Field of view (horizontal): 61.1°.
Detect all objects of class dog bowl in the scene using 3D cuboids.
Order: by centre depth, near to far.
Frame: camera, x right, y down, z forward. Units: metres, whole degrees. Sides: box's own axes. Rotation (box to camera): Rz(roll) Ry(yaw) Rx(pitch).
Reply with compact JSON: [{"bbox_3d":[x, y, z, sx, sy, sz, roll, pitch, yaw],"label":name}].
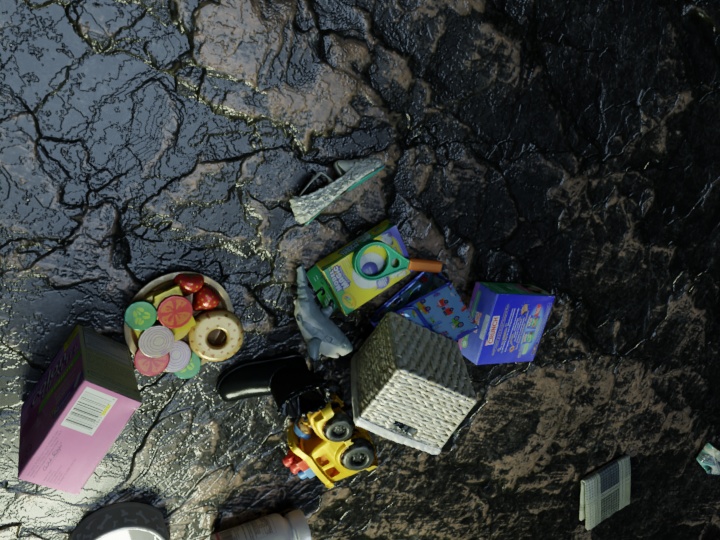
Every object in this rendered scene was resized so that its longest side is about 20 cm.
[{"bbox_3d":[-0.465,0.551,1.182,0.199,0.059,0.201,-10,113,-24],"label":"dog bowl"}]

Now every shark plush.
[{"bbox_3d":[-0.085,0.082,1.193,0.083,0.091,0.201,-21,94,-3],"label":"shark plush"}]

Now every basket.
[{"bbox_3d":[0.101,0.220,1.217,0.198,0.200,0.161,25,116,-18],"label":"basket"}]

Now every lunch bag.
[{"bbox_3d":[0.124,0.107,1.302,0.200,0.094,0.151,-35,123,4],"label":"lunch bag"}]

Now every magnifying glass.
[{"bbox_3d":[0.075,-0.015,1.205,0.199,0.022,0.080,5,106,-30],"label":"magnifying glass"}]

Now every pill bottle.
[{"bbox_3d":[-0.209,0.585,1.289,0.199,0.113,0.114,-11,114,-22],"label":"pill bottle"}]

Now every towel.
[{"bbox_3d":[0.742,0.669,1.848,0.192,0.035,0.201,-20,115,-22],"label":"towel"}]

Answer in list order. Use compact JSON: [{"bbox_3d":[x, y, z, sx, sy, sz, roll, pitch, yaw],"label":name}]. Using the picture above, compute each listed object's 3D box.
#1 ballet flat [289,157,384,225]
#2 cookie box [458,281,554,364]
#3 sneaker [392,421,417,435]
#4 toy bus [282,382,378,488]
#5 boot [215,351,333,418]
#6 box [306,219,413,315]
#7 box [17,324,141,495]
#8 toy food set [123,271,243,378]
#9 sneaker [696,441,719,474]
[{"bbox_3d":[-0.046,-0.162,1.117,0.200,0.072,0.072,-37,121,-10],"label":"ballet flat"},{"bbox_3d":[0.331,0.119,1.389,0.199,0.075,0.172,4,107,-37],"label":"cookie box"},{"bbox_3d":[0.094,0.331,1.362,0.200,0.081,0.074,31,93,-32],"label":"sneaker"},{"bbox_3d":[-0.086,0.349,1.265,0.192,0.136,0.200,-30,118,5],"label":"toy bus"},{"bbox_3d":[-0.160,0.225,1.147,0.198,0.162,0.074,-15,114,-21],"label":"boot"},{"bbox_3d":[0.000,0.000,1.211,0.200,0.048,0.118,-32,120,-11],"label":"box"},{"bbox_3d":[-0.452,0.215,0.976,0.097,0.200,0.176,34,92,-32],"label":"box"},{"bbox_3d":[-0.319,0.100,1.085,0.198,0.049,0.201,-27,119,-17],"label":"toy food set"},{"bbox_3d":[1.192,0.646,2.044,0.200,0.078,0.086,36,103,-25],"label":"sneaker"}]
